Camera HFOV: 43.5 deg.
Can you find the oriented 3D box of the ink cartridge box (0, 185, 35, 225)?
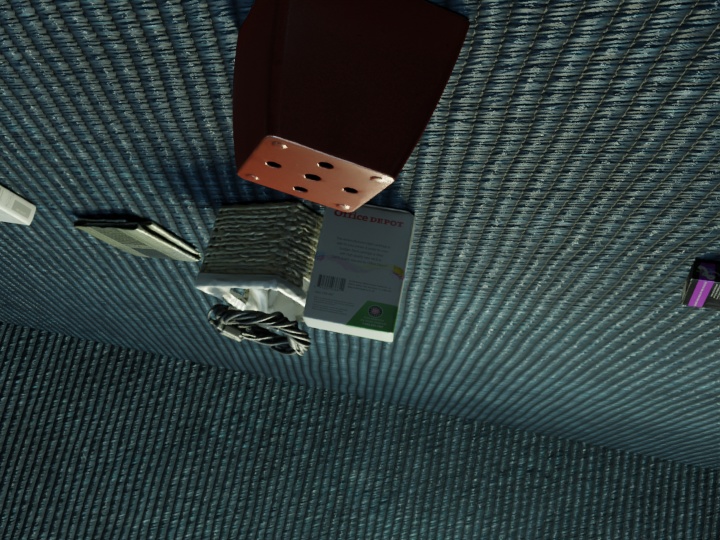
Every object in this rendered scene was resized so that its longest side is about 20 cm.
[{"bbox_3d":[-0.772,-0.148,1.784,0.200,0.050,0.161,10,164,25],"label":"ink cartridge box"}]

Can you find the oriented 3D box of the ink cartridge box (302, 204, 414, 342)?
[{"bbox_3d":[0.000,0.000,1.445,0.145,0.200,0.088,10,167,5],"label":"ink cartridge box"}]

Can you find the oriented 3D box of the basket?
[{"bbox_3d":[-0.144,-0.011,1.579,0.200,0.161,0.198,-1,159,37],"label":"basket"}]

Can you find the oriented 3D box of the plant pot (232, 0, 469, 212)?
[{"bbox_3d":[-0.030,-0.174,0.930,0.199,0.177,0.200,17,162,-17],"label":"plant pot"}]

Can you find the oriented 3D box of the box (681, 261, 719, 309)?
[{"bbox_3d":[0.613,0.033,1.407,0.200,0.036,0.143,9,164,15],"label":"box"}]

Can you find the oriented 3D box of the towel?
[{"bbox_3d":[-0.456,-0.068,1.856,0.192,0.035,0.200,5,165,32],"label":"towel"}]

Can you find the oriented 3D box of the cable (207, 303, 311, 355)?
[{"bbox_3d":[-0.167,0.104,1.631,0.200,0.051,0.163,30,152,-37],"label":"cable"}]
